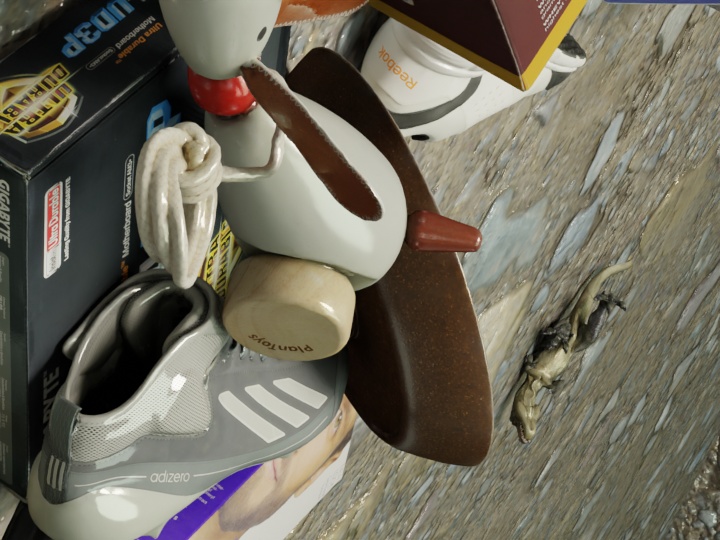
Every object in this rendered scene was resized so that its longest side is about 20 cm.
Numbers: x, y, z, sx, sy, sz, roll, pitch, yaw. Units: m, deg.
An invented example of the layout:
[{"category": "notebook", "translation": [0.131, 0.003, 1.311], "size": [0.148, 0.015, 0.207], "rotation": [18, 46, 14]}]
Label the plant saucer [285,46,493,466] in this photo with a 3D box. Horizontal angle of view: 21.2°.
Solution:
[{"category": "plant saucer", "translation": [0.000, 0.000, 0.859], "size": [0.034, 0.200, 0.200], "rotation": [-21, 151, -13]}]

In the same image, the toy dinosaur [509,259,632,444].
[{"category": "toy dinosaur", "translation": [0.183, 0.053, 1.641], "size": [0.200, 0.047, 0.088], "rotation": [-53, 176, -18]}]

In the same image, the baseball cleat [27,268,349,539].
[{"category": "baseball cleat", "translation": [-0.056, 0.038, 0.777], "size": [0.200, 0.070, 0.107], "rotation": [-39, 149, -54]}]

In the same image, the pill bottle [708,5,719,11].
[{"category": "pill bottle", "translation": [0.270, -0.268, 1.233], "size": [0.200, 0.111, 0.111], "rotation": [-59, 163, 1]}]

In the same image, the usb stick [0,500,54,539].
[{"category": "usb stick", "translation": [-0.132, 0.115, 0.788], "size": [0.200, 0.033, 0.056], "rotation": [-79, -165, -67]}]

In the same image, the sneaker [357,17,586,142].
[{"category": "sneaker", "translation": [0.052, -0.110, 1.000], "size": [0.080, 0.074, 0.200], "rotation": [-50, 162, 24]}]

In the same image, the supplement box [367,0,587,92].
[{"category": "supplement box", "translation": [0.046, -0.207, 0.690], "size": [0.197, 0.133, 0.200], "rotation": [-57, 163, -5]}]

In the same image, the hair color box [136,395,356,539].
[{"category": "hair color box", "translation": [-0.081, 0.121, 1.008], "size": [0.200, 0.065, 0.109], "rotation": [-45, 158, -40]}]

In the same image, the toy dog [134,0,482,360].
[{"category": "toy dog", "translation": [-0.009, -0.044, 0.685], "size": [0.200, 0.096, 0.132], "rotation": [58, 32, -75]}]

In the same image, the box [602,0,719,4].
[{"category": "box", "translation": [0.210, -0.242, 1.114], "size": [0.032, 0.121, 0.200], "rotation": [-103, -163, -44]}]

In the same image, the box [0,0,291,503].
[{"category": "box", "translation": [-0.095, -0.024, 0.754], "size": [0.159, 0.046, 0.200], "rotation": [-45, 159, -36]}]
